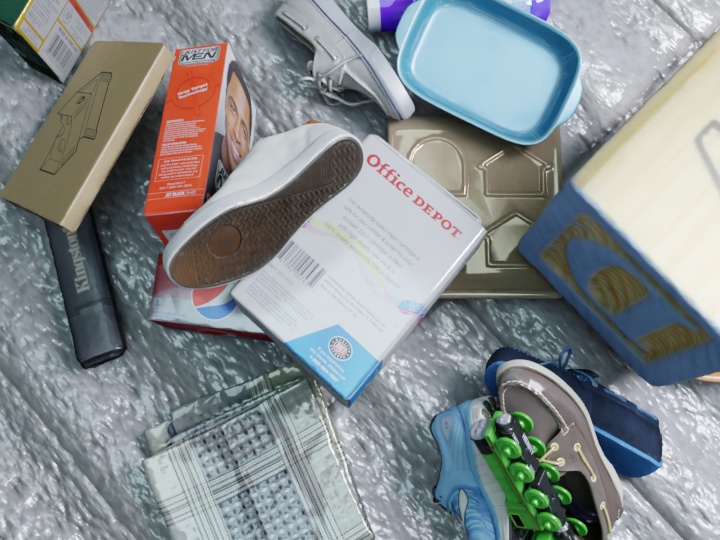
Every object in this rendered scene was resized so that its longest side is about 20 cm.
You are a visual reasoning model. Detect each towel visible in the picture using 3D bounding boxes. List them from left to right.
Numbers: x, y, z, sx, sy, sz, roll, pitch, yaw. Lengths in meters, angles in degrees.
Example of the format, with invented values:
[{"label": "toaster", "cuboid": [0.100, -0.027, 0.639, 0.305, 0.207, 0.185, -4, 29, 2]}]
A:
[{"label": "towel", "cuboid": [-0.104, 0.211, 0.796, 0.189, 0.035, 0.204, -23, 79, -3]}]

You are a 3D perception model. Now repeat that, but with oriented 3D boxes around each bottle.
[{"label": "bottle", "cuboid": [0.102, -0.292, 0.872, 0.195, 0.065, 0.086, -6, 82, 0]}]

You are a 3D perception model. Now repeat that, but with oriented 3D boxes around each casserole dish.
[{"label": "casserole dish", "cuboid": [0.128, -0.207, 0.820, 0.197, 0.039, 0.123, 26, 93, 2]}]

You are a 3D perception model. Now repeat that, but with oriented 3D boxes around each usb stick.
[{"label": "usb stick", "cuboid": [-0.290, 0.000, 0.840, 0.054, 0.033, 0.204, -19, 79, 5]}]

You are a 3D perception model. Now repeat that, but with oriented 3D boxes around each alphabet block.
[{"label": "alphabet block", "cuboid": [0.289, -0.044, 0.715, 0.200, 0.196, 0.197, -42, 83, -12]}]

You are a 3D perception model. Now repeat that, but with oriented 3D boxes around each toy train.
[{"label": "toy train", "cuboid": [0.153, 0.201, 0.711, 0.042, 0.056, 0.202, -50, 120, -39]}]

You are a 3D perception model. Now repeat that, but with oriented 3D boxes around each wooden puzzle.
[{"label": "wooden puzzle", "cuboid": [0.118, -0.066, 0.842, 0.180, 0.046, 0.205, 0, 75, 1]}]

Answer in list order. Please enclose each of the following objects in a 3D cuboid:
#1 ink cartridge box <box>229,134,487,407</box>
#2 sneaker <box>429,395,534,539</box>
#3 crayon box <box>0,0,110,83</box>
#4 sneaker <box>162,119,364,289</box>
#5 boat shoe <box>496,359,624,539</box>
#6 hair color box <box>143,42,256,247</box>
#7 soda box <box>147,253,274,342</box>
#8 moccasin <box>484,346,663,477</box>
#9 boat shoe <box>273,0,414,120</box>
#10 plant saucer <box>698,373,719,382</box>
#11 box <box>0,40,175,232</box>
[{"label": "ink cartridge box", "cuboid": [0.000, 0.000, 0.745, 0.144, 0.085, 0.201, 39, 80, 10]}, {"label": "sneaker", "cuboid": [0.117, 0.223, 0.779, 0.089, 0.078, 0.205, -12, 90, 37]}, {"label": "crayon box", "cuboid": [-0.308, -0.319, 0.855, 0.051, 0.126, 0.203, 26, 80, 6]}, {"label": "sneaker", "cuboid": [-0.092, -0.061, 0.706, 0.198, 0.074, 0.084, -36, 43, -15]}, {"label": "boat shoe", "cuboid": [0.181, 0.171, 0.739, 0.071, 0.060, 0.202, -17, 116, 36]}, {"label": "hair color box", "cuboid": [-0.151, -0.112, 0.791, 0.060, 0.102, 0.204, -5, 59, 9]}, {"label": "soda box", "cuboid": [-0.108, 0.033, 0.815, 0.195, 0.063, 0.072, 6, 79, 3]}, {"label": "moccasin", "cuboid": [0.207, 0.130, 0.791, 0.198, 0.080, 0.069, 34, 53, -11]}, {"label": "boat shoe", "cuboid": [-0.029, -0.217, 0.855, 0.086, 0.075, 0.203, -39, 73, 2]}, {"label": "plant saucer", "cuboid": [0.352, 0.012, 0.824, 0.195, 0.037, 0.205, 0, 80, 2]}, {"label": "box", "cuboid": [-0.283, -0.145, 0.825, 0.162, 0.021, 0.203, 17, 77, 44]}]
